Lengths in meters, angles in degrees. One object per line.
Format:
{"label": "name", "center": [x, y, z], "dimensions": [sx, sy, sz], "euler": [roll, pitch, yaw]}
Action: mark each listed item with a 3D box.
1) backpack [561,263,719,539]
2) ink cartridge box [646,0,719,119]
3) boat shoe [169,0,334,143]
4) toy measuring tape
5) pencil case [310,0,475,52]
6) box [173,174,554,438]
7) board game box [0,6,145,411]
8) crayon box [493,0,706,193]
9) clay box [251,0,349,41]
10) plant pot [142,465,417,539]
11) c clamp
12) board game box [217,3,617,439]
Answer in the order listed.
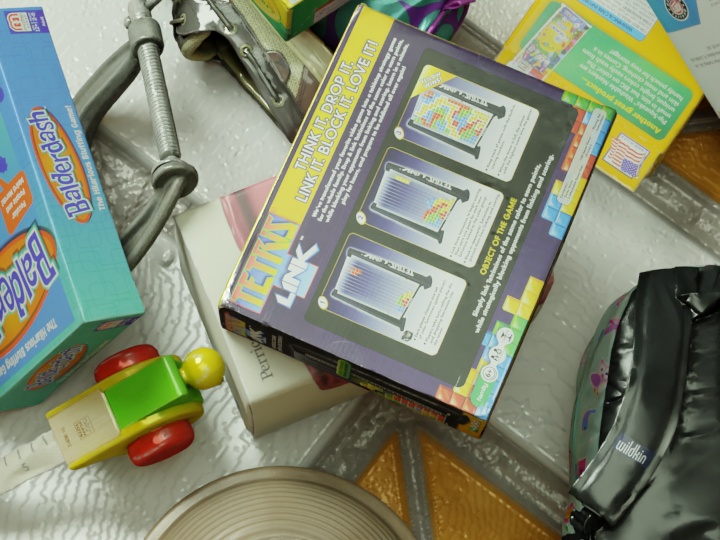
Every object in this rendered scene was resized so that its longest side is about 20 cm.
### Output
{"label": "backpack", "center": [0.191, 0.097, 1.128], "dimensions": [0.166, 0.127, 0.201], "euler": [9, 73, -12]}
{"label": "ink cartridge box", "center": [0.300, -0.147, 1.154], "dimensions": [0.146, 0.147, 0.200], "euler": [-37, 101, -17]}
{"label": "boat shoe", "center": [-0.092, -0.163, 1.215], "dimensions": [0.200, 0.073, 0.065], "euler": [41, 78, 14]}
{"label": "toy measuring tape", "center": [-0.161, 0.099, 1.147], "dimensions": [0.200, 0.074, 0.074], "euler": [-30, 76, 19]}
{"label": "pencil case", "center": [-0.023, -0.206, 1.222], "dimensions": [0.200, 0.093, 0.085], "euler": [42, 37, 8]}
{"label": "box", "center": [0.000, 0.000, 1.155], "dimensions": [0.199, 0.109, 0.128], "euler": [-22, 77, -9]}
{"label": "board game box", "center": [-0.210, -0.034, 1.135], "dimensions": [0.045, 0.152, 0.201], "euler": [-9, 72, -39]}
{"label": "crayon box", "center": [0.177, -0.154, 1.236], "dimensions": [0.126, 0.052, 0.200], "euler": [34, 75, 7]}
{"label": "clay box", "center": [-0.060, -0.252, 1.165], "dimensions": [0.115, 0.048, 0.200], "euler": [-34, 75, -16]}
{"label": "plant pot", "center": [-0.047, 0.208, 1.104], "dimensions": [0.200, 0.093, 0.202], "euler": [1, 73, -3]}
{"label": "c clamp", "center": [-0.139, -0.088, 1.151], "dimensions": [0.171, 0.027, 0.201], "euler": [-37, 45, 30]}
{"label": "board game box", "center": [0.033, -0.028, 1.079], "dimensions": [0.165, 0.057, 0.201], "euler": [23, 75, 6]}
